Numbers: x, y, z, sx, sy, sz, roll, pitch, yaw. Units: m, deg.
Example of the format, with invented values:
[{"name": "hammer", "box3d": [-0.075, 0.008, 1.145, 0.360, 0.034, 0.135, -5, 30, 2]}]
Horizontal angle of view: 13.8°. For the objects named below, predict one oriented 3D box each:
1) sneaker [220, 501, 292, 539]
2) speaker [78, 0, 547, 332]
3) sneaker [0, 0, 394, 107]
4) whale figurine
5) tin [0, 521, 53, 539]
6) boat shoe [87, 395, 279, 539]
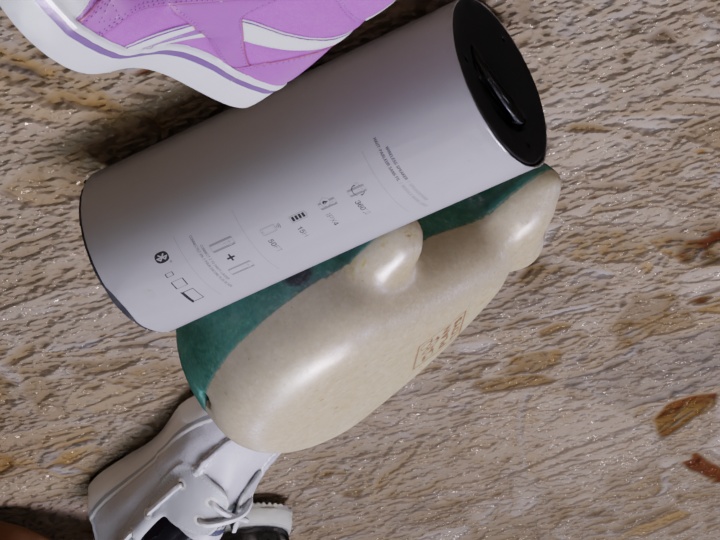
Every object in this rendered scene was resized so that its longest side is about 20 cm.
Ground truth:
[{"name": "sneaker", "box3d": [-0.096, 0.224, 1.851, 0.069, 0.100, 0.200, 1, 153, -26]}, {"name": "speaker", "box3d": [-0.020, -0.044, 1.290, 0.200, 0.081, 0.081, -24, 155, 25]}, {"name": "sneaker", "box3d": [-0.054, -0.125, 1.108, 0.114, 0.073, 0.200, -29, 163, 25]}, {"name": "whale figurine", "box3d": [0.000, 0.000, 1.417, 0.200, 0.104, 0.159, -33, 162, -17]}, {"name": "tin", "box3d": [-0.179, 0.210, 1.763, 0.200, 0.042, 0.112, 32, 142, -24]}, {"name": "boat shoe", "box3d": [-0.089, 0.120, 1.652, 0.072, 0.069, 0.200, 8, 150, -41]}]
